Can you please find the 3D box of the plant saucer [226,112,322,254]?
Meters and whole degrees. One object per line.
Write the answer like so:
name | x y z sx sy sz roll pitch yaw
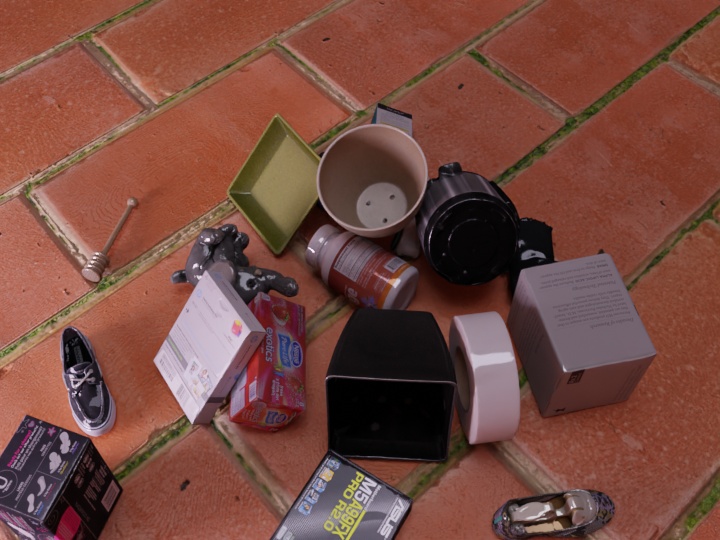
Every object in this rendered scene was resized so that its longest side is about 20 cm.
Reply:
plant saucer | -0.149 -0.166 1.542 0.200 0.048 0.201 48 112 28

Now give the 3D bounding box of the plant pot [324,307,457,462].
plant pot | 0.050 0.174 1.280 0.195 0.202 0.179 3 42 3

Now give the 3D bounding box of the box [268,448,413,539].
box | -0.035 0.398 1.203 0.158 0.045 0.201 27 60 18

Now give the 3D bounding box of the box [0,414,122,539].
box | -0.449 0.324 1.160 0.113 0.201 0.134 16 56 10

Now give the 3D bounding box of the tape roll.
tape roll | 0.195 0.171 1.266 0.069 0.204 0.205 -6 55 -5

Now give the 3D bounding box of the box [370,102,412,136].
box | 0.061 -0.266 1.613 0.081 0.050 0.202 17 36 -9

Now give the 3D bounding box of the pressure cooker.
pressure cooker | 0.185 -0.088 1.432 0.176 0.178 0.201 26 19 -14

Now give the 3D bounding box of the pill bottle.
pill bottle | 0.000 0.000 1.439 0.198 0.113 0.112 31 60 21

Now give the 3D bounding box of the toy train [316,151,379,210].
toy train | -0.031 -0.158 1.569 0.199 0.087 0.114 39 72 21

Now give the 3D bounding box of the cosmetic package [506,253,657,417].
cosmetic package | 0.362 0.110 1.328 0.162 0.166 0.203 -10 56 -8

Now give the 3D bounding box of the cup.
cup | 0.031 -0.141 1.433 0.196 0.143 0.204 -3 71 9

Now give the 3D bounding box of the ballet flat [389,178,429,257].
ballet flat | 0.114 -0.107 1.549 0.068 0.070 0.203 14 61 10

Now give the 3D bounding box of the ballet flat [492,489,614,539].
ballet flat | 0.301 0.371 1.206 0.196 0.073 0.073 -8 55 -6

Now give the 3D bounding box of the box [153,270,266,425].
box | -0.255 0.127 1.310 0.041 0.202 0.156 8 32 -50

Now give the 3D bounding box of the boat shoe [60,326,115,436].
boat shoe | -0.469 0.183 1.339 0.071 0.068 0.202 -18 57 -12

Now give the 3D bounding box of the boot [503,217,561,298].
boot | 0.354 -0.021 1.481 0.194 0.074 0.165 0 49 -2

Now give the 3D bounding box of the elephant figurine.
elephant figurine | -0.226 0.022 1.407 0.140 0.157 0.201 -4 45 -39

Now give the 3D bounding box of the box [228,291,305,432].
box | -0.154 0.153 1.322 0.094 0.100 0.203 20 48 -30

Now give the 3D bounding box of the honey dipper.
honey dipper | -0.480 -0.068 1.534 0.037 0.038 0.202 11 55 8
